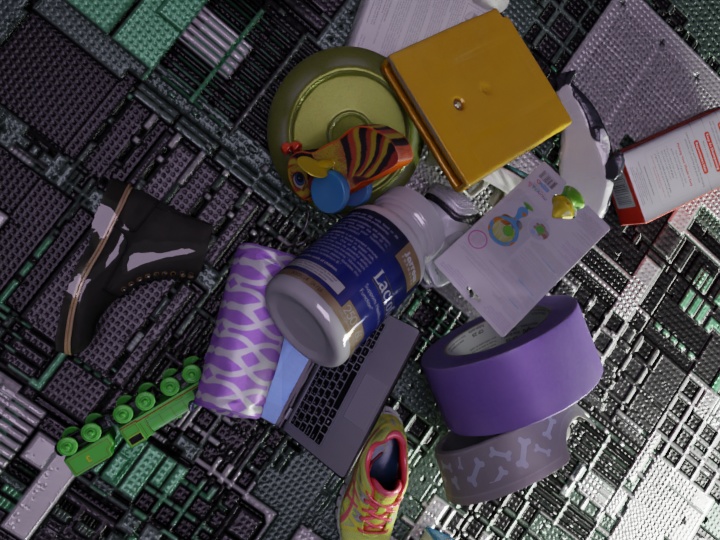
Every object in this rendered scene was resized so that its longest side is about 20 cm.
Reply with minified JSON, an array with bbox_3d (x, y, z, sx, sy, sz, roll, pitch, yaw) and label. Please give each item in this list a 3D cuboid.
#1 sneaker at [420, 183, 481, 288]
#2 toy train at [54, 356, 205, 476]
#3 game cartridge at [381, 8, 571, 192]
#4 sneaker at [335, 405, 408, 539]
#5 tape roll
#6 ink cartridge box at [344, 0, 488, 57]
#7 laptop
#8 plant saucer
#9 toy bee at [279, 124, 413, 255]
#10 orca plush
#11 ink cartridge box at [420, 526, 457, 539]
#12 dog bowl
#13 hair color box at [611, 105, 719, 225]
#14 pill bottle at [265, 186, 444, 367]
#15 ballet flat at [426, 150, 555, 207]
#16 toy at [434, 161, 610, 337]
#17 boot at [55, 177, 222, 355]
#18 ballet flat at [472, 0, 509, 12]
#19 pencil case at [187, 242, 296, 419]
[{"bbox_3d":[0.140,-0.009,0.836,0.199,0.075,0.116,38,83,-5],"label":"sneaker"},{"bbox_3d":[-0.256,0.169,0.757,0.198,0.042,0.057,-30,106,-6],"label":"toy train"},{"bbox_3d":[0.145,-0.212,0.793,0.199,0.032,0.178,-31,88,-28],"label":"game cartridge"},{"bbox_3d":[0.018,0.274,0.799,0.077,0.090,0.204,6,90,-14],"label":"sneaker"},{"bbox_3d":[0.177,0.109,0.778,0.198,0.200,0.086,-26,95,-11],"label":"tape roll"},{"bbox_3d":[0.084,-0.285,0.841,0.198,0.050,0.163,22,85,-21],"label":"ink cartridge box"},{"bbox_3d":[-0.066,0.102,0.770,0.115,0.199,0.189,34,83,-44],"label":"laptop"},{"bbox_3d":[-0.014,-0.165,0.792,0.196,0.031,0.204,-3,106,-9],"label":"plant saucer"},{"bbox_3d":[-0.043,-0.112,0.733,0.199,0.131,0.110,-34,85,13],"label":"toy bee"},{"bbox_3d":[0.298,-0.165,0.889,0.071,0.104,0.202,-22,85,-56],"label":"orca plush"},{"bbox_3d":[0.158,0.435,0.812,0.198,0.128,0.127,27,84,-12],"label":"ink cartridge box"},{"bbox_3d":[0.177,0.202,0.784,0.198,0.200,0.059,-27,85,-11],"label":"dog bowl"},{"bbox_3d":[0.442,-0.148,0.908,0.197,0.061,0.103,-23,95,-10],"label":"hair color box"},{"bbox_3d":[0.000,0.000,0.719,0.200,0.115,0.116,-43,99,-30],"label":"pill bottle"},{"bbox_3d":[0.169,-0.117,0.841,0.198,0.069,0.070,28,84,-15],"label":"ballet flat"},{"bbox_3d":[0.191,-0.025,0.781,0.200,0.047,0.115,-41,82,-14],"label":"toy"},{"bbox_3d":[-0.253,0.013,0.749,0.137,0.077,0.203,20,87,-17],"label":"boot"},{"bbox_3d":[0.139,-0.429,0.837,0.069,0.069,0.202,-30,97,-11],"label":"ballet flat"},{"bbox_3d":[-0.127,0.070,0.744,0.083,0.085,0.203,17,80,-8],"label":"pencil case"}]
